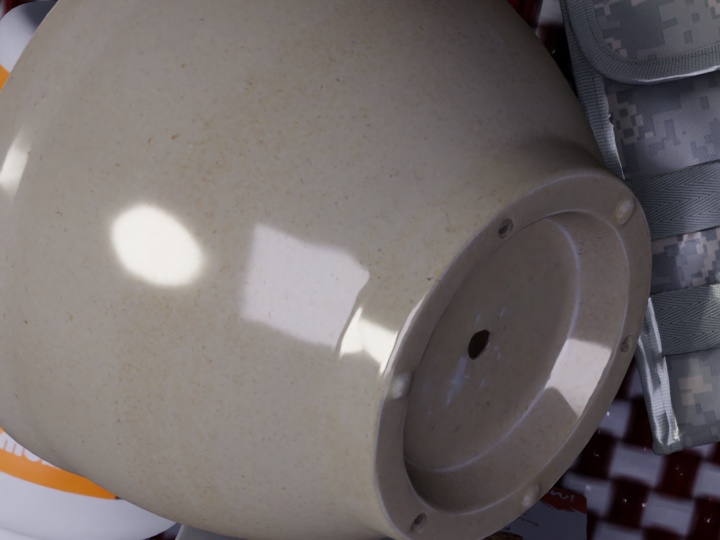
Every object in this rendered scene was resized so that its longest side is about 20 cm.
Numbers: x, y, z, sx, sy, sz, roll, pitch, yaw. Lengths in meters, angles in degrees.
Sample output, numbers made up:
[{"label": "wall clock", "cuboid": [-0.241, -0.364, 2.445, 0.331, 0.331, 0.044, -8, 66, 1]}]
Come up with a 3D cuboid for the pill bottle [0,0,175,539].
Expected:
[{"label": "pill bottle", "cuboid": [-0.094, 0.019, 0.824, 0.113, 0.113, 0.201, 18, 106, 0]}]

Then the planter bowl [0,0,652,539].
[{"label": "planter bowl", "cuboid": [0.000, 0.000, 0.713, 0.135, 0.200, 0.201, 31, 110, 34]}]

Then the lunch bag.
[{"label": "lunch bag", "cuboid": [0.153, -0.062, 0.772, 0.163, 0.118, 0.201, -12, 97, 11]}]

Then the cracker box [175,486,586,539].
[{"label": "cracker box", "cuboid": [0.004, 0.111, 0.794, 0.133, 0.200, 0.058, 17, 105, 0]}]
